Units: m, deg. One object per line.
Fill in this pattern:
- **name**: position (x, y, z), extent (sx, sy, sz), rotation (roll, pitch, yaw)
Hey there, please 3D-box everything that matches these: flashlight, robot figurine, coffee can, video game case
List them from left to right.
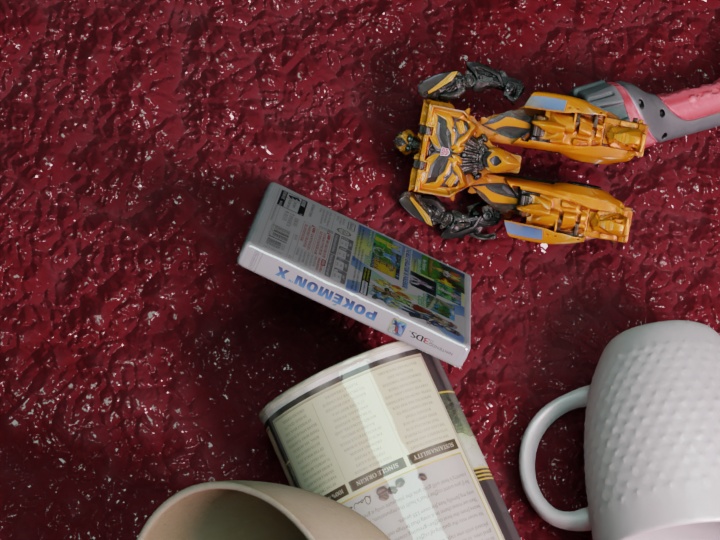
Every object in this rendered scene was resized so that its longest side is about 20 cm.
- **video game case**: position (0.000, 0.000, 1.676), extent (0.182, 0.200, 0.022), rotation (25, 105, -4)
- **coffee can**: position (0.028, 0.170, 1.638), extent (0.146, 0.146, 0.201), rotation (-20, 77, -18)
- **robot figurine**: position (0.125, -0.089, 1.765), extent (0.199, 0.058, 0.146), rotation (9, 97, 2)
- **flashlight**: position (0.273, -0.145, 1.842), extent (0.199, 0.068, 0.068), rotation (-17, 81, -16)

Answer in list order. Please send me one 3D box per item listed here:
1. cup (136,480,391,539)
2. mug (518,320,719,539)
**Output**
- **cup**: position (-0.045, 0.235, 1.518), extent (0.143, 0.200, 0.201), rotation (-8, 70, -54)
- **mug**: position (0.221, 0.141, 1.706), extent (0.199, 0.148, 0.176), rotation (-12, 64, 15)
